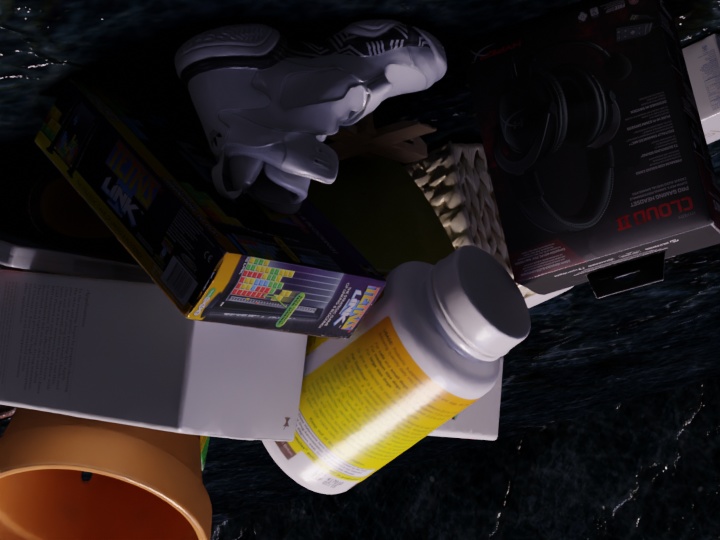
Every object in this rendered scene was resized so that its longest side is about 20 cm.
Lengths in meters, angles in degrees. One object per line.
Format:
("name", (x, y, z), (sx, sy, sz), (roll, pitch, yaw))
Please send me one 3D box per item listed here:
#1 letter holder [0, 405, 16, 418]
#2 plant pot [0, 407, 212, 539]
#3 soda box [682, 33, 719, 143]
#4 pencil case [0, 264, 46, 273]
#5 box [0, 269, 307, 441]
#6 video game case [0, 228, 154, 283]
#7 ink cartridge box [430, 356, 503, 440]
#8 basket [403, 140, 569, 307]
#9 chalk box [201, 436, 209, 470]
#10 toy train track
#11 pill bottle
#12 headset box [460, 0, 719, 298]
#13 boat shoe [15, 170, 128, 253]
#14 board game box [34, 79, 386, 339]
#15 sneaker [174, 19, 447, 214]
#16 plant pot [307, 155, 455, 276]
("letter holder", (-0.350, 0.051, 1.398), (0.100, 0.143, 0.199), (-23, 163, 38))
("plant pot", (-0.211, 0.159, 1.367), (0.198, 0.141, 0.201), (4, 140, 3))
("soda box", (0.233, -0.123, 1.381), (0.199, 0.064, 0.068), (-23, 163, 39))
("pencil case", (-0.272, 0.022, 1.362), (0.199, 0.090, 0.078), (9, 140, -47))
("box", (-0.153, 0.059, 1.189), (0.199, 0.098, 0.124), (5, 176, 37))
("video game case", (-0.220, -0.010, 1.291), (0.199, 0.018, 0.142), (11, -177, -44))
("ink cartridge box", (0.014, 0.104, 1.533), (0.199, 0.085, 0.144), (11, 172, -44))
("basket", (0.075, -0.023, 1.498), (0.123, 0.137, 0.200), (2, 161, -39))
("chalk box", (-0.194, 0.063, 1.517), (0.124, 0.201, 0.124), (1, 141, 5))
("toy train track", (-0.021, -0.117, 1.259), (0.114, 0.033, 0.199), (-14, 163, 38))
("pill bottle", (0.023, 0.068, 1.199), (0.200, 0.110, 0.109), (-38, 155, 28))
("headset box", (0.170, -0.082, 1.199), (0.148, 0.201, 0.077), (-16, 165, 21))
("boat shoe", (-0.172, -0.048, 1.324), (0.199, 0.071, 0.070), (8, 174, -33))
("board game box", (-0.101, -0.041, 1.134), (0.165, 0.200, 0.057), (8, 121, -51))
("sneaker", (-0.024, -0.102, 1.126), (0.199, 0.116, 0.075), (-4, 165, -30))
("plant pot", (0.000, 0.000, 1.347), (0.186, 0.201, 0.188), (-2, 133, -2))
